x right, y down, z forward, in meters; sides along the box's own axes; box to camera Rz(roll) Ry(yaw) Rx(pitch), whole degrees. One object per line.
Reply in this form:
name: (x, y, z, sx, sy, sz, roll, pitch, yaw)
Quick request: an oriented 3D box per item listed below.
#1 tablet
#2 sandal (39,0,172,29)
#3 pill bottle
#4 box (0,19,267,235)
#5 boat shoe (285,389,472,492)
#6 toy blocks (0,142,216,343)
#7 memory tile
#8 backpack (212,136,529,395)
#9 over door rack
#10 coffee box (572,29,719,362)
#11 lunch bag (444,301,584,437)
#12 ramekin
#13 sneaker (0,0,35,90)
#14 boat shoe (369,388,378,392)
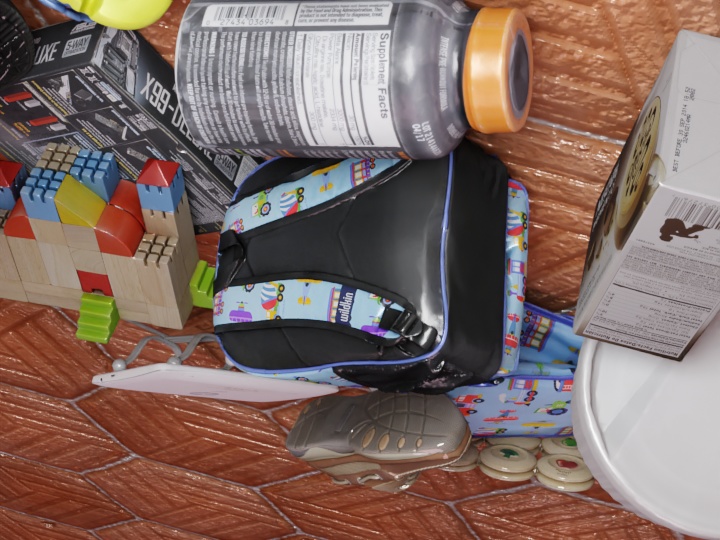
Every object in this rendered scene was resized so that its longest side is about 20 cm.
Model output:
tablet: (-0.134, 0.107, 1.303, 0.200, 0.014, 0.130, 11, 165, -38)
sandal: (-0.205, -0.200, 0.819, 0.200, 0.080, 0.087, 32, 177, -13)
pill bottle: (0.000, -0.119, 0.830, 0.200, 0.106, 0.106, 3, 150, 20)
box: (-0.180, -0.095, 1.017, 0.157, 0.050, 0.200, -7, 145, 35)
boat shoe: (0.023, 0.140, 1.133, 0.072, 0.076, 0.200, 49, 150, -24)
toy blocks: (-0.201, -0.031, 1.011, 0.200, 0.100, 0.137, 9, 140, 12)
memory tile: (0.111, 0.146, 1.243, 0.200, 0.153, 0.017, 8, 107, 10)
backpack: (0.000, 0.000, 0.964, 0.200, 0.183, 0.134, -10, 159, 34)
over door rack: (-0.176, 0.047, 1.254, 0.147, 0.067, 0.200, -6, 145, 32)
coffee box: (0.200, -0.039, 0.871, 0.080, 0.113, 0.200, 14, 153, 1)
lunch bag: (0.151, 0.093, 1.164, 0.200, 0.094, 0.151, 12, 153, -6)
ramekin: (0.246, 0.098, 1.022, 0.202, 0.203, 0.094, 16, 164, -3)
sneaker: (-0.282, -0.194, 0.864, 0.104, 0.060, 0.200, 51, -177, 27)
boat shoe: (-0.011, 0.031, 1.137, 0.066, 0.070, 0.200, 11, 146, 31)
